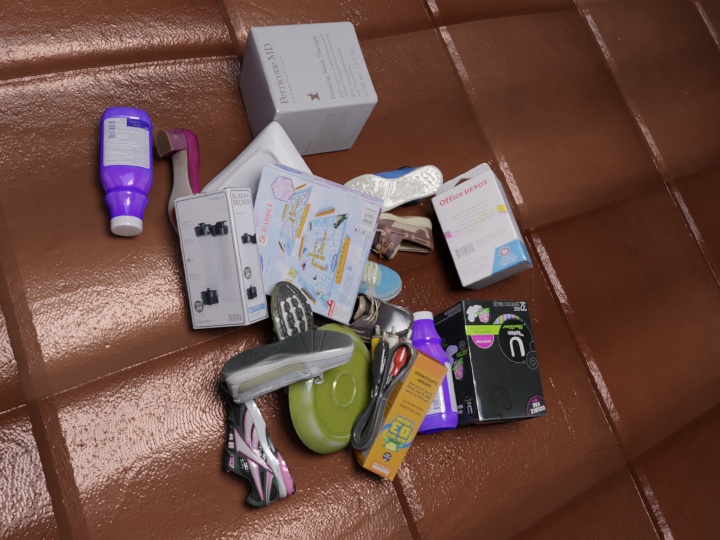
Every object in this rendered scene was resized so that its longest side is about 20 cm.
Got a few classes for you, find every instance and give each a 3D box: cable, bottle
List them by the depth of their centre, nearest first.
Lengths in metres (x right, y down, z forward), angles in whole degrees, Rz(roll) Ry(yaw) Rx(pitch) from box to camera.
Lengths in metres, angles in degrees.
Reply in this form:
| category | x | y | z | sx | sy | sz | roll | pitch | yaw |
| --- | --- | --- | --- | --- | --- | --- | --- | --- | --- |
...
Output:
| category | x | y | z | sx | sy | sz | roll | pitch | yaw |
| --- | --- | --- | --- | --- | --- | --- | --- | --- | --- |
| cable | 0.042 | 0.187 | 0.953 | 0.050 | 0.095 | 0.207 | 23 | 73 | -51 |
| bottle | -0.379 | -0.160 | 0.968 | 0.081 | 0.065 | 0.207 | -1 | 72 | -21 |
| bottle | 0.118 | 0.177 | 1.049 | 0.065 | 0.082 | 0.207 | 22 | 55 | -52 |

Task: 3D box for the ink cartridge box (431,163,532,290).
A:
| category | x | y | z | sx | sy | sz | roll | pitch | yaw |
| --- | --- | --- | --- | --- | --- | --- | --- | --- | --- |
| ink cartridge box | 0.229 | -0.084 | 1.135 | 0.125 | 0.125 | 0.206 | 13 | 57 | -66 |

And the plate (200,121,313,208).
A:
| category | x | y | z | sx | sy | sz | roll | pitch | yaw |
| --- | --- | --- | --- | --- | --- | --- | --- | --- | --- |
| plate | -0.160 | -0.107 | 0.993 | 0.202 | 0.198 | 0.032 | 54 | 17 | 5 |

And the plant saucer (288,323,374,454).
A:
| category | x | y | z | sx | sy | sz | roll | pitch | yaw |
| --- | --- | --- | --- | --- | --- | --- | --- | --- | --- |
| plant saucer | -0.034 | 0.189 | 0.956 | 0.197 | 0.030 | 0.208 | 2 | 87 | -50 |

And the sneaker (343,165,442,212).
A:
| category | x | y | z | sx | sy | sz | roll | pitch | yaw |
| --- | --- | --- | --- | --- | --- | --- | --- | --- | --- |
| sneaker | 0.055 | -0.153 | 1.143 | 0.193 | 0.111 | 0.079 | -15 | 94 | -2 |

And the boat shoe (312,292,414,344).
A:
| category | x | y | z | sx | sy | sz | roll | pitch | yaw |
| --- | --- | --- | --- | --- | --- | --- | --- | --- | --- |
| boat shoe | 0.001 | 0.080 | 1.025 | 0.193 | 0.074 | 0.077 | 5 | 68 | -8 |

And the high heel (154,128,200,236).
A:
| category | x | y | z | sx | sy | sz | roll | pitch | yaw |
| --- | --- | --- | --- | --- | --- | --- | --- | --- | --- |
| high heel | -0.284 | -0.142 | 1.020 | 0.096 | 0.065 | 0.207 | -22 | 102 | -66 |

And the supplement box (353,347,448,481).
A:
| category | x | y | z | sx | sy | sz | roll | pitch | yaw |
| --- | --- | --- | --- | --- | --- | --- | --- | --- | --- |
| supplement box | 0.065 | 0.230 | 0.972 | 0.065 | 0.069 | 0.205 | 26 | 92 | -18 |

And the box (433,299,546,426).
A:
| category | x | y | z | sx | sy | sz | roll | pitch | yaw |
| --- | --- | --- | --- | --- | --- | --- | --- | --- | --- |
| box | 0.227 | 0.169 | 1.072 | 0.144 | 0.124 | 0.207 | 2 | 72 | -21 |

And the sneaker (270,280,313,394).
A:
| category | x | y | z | sx | sy | sz | roll | pitch | yaw |
| --- | --- | --- | --- | --- | --- | --- | --- | --- | --- |
| sneaker | -0.119 | 0.120 | 0.950 | 0.076 | 0.087 | 0.207 | -19 | 101 | -48 |

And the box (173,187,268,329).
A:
| category | x | y | z | sx | sy | sz | roll | pitch | yaw |
| --- | --- | --- | --- | --- | --- | --- | --- | --- | --- |
| box | -0.215 | -0.019 | 0.926 | 0.060 | 0.113 | 0.208 | -16 | 98 | -62 |

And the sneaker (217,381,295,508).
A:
| category | x | y | z | sx | sy | sz | roll | pitch | yaw |
| --- | --- | --- | --- | --- | --- | --- | --- | --- | --- |
| sneaker | -0.176 | 0.263 | 0.905 | 0.085 | 0.081 | 0.204 | -26 | 76 | -16 |

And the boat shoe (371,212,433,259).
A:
| category | x | y | z | sx | sy | sz | roll | pitch | yaw |
| --- | --- | --- | --- | --- | --- | --- | --- | --- | --- |
| boat shoe | 0.053 | -0.059 | 1.115 | 0.194 | 0.072 | 0.074 | 1 | 69 | -28 |

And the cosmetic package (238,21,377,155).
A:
| category | x | y | z | sx | sy | sz | roll | pitch | yaw |
| --- | --- | --- | --- | --- | --- | --- | --- | --- | --- |
| cosmetic package | -0.101 | -0.324 | 1.091 | 0.194 | 0.166 | 0.172 | -13 | 76 | -24 |

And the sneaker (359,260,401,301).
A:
| category | x | y | z | sx | sy | sz | roll | pitch | yaw |
| --- | --- | --- | --- | --- | --- | --- | --- | --- | --- |
| sneaker | 0.000 | 0.000 | 1.037 | 0.193 | 0.131 | 0.082 | 8 | 66 | -19 |

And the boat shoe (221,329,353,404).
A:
| category | x | y | z | sx | sy | sz | roll | pitch | yaw |
| --- | --- | --- | --- | --- | --- | --- | --- | --- | --- |
| boat shoe | -0.101 | 0.140 | 0.867 | 0.195 | 0.075 | 0.067 | -16 | 111 | 0 |

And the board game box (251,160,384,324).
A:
| category | x | y | z | sx | sy | sz | roll | pitch | yaw |
| --- | --- | --- | --- | --- | --- | --- | --- | --- | --- |
| board game box | -0.081 | -0.044 | 0.944 | 0.194 | 0.041 | 0.206 | 19 | 108 | 4 |
